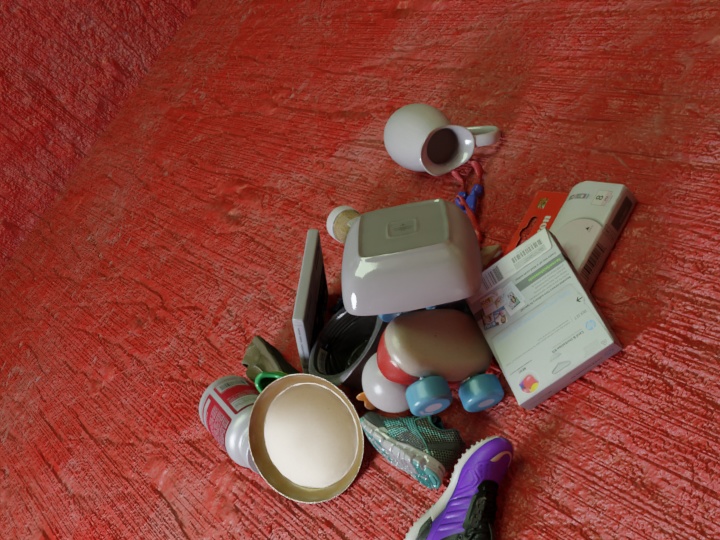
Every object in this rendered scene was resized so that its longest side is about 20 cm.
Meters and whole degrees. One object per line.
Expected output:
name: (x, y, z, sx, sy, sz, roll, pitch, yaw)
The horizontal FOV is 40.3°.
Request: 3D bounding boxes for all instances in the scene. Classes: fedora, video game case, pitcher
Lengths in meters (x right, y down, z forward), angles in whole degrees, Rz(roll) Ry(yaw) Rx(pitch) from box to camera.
fedora: (0.004, 0.132, 1.578, 0.200, 0.090, 0.178, -18, 42, 53)
video game case: (-0.085, 0.062, 1.693, 0.023, 0.182, 0.201, 1, 50, 7)
pitcher: (0.143, -0.240, 1.770, 0.171, 0.122, 0.200, -14, 21, -18)

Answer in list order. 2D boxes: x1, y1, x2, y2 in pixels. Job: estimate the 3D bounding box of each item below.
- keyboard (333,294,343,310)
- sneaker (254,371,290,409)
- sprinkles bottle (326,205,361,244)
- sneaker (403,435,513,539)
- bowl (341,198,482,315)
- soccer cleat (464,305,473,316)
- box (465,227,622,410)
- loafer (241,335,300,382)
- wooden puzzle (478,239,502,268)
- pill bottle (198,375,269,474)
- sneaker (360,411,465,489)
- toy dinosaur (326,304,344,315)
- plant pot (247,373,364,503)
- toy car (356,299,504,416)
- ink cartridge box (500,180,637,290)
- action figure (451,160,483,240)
keyboard: (0.000, 0.000, 1.550, 0.104, 0.040, 0.200, -40, -4, -20)
sneaker: (-0.095, 0.224, 1.579, 0.199, 0.084, 0.074, 26, 88, 29)
sprinkles bottle: (0.008, -0.060, 1.783, 0.068, 0.068, 0.200, -51, 33, -2)
sneaker: (0.149, 0.313, 1.260, 0.201, 0.069, 0.099, -55, 40, 1)
bowl: (0.064, -0.030, 1.371, 0.199, 0.075, 0.200, -11, 31, 9)
soccer cleat: (0.174, 0.039, 1.505, 0.084, 0.065, 0.200, -44, 28, -22)
box: (0.243, 0.064, 1.347, 0.156, 0.041, 0.201, -37, 54, 18)
loafer: (-0.158, 0.184, 1.745, 0.068, 0.076, 0.200, -53, 26, 2)
wooden puzzle: (0.108, -0.011, 1.494, 0.184, 0.037, 0.200, -9, 6, 22)
pill bottle: (-0.191, 0.264, 1.664, 0.112, 0.112, 0.200, -53, 33, -4)
sneaker: (0.078, 0.242, 1.419, 0.091, 0.078, 0.200, -42, 33, -17)
toy dinosaur: (-0.009, 0.074, 1.688, 0.200, 0.047, 0.088, -44, 60, 4)
plant pot: (-0.082, 0.258, 1.520, 0.199, 0.027, 0.201, 1, 94, 22)
toy car: (0.077, 0.146, 1.428, 0.200, 0.176, 0.185, -50, 49, 44)
ink cartridge box: (0.292, -0.059, 1.463, 0.199, 0.057, 0.163, 16, 70, 50)
action figure: (0.159, -0.110, 1.630, 0.065, 0.099, 0.201, -25, 43, 34)
